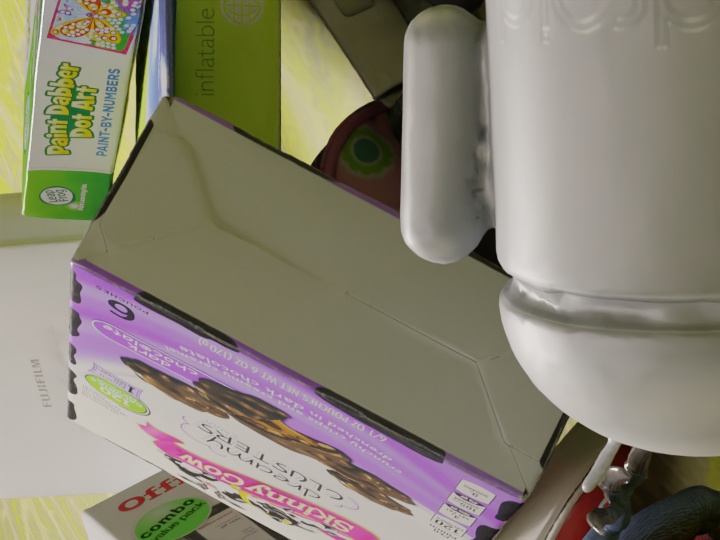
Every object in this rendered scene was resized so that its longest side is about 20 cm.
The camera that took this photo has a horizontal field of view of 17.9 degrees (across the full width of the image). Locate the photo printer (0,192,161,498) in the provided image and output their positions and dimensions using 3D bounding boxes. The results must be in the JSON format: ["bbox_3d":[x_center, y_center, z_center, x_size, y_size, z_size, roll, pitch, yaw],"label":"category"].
[{"bbox_3d":[-0.145,0.037,1.166,0.070,0.199,0.167,-72,-25,-57],"label":"photo printer"}]

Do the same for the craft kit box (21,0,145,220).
[{"bbox_3d":[-0.120,-0.155,0.981,0.198,0.048,0.201,105,164,-61],"label":"craft kit box"}]

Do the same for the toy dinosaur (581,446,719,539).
[{"bbox_3d":[0.093,0.129,0.732,0.105,0.181,0.200,58,158,15],"label":"toy dinosaur"}]

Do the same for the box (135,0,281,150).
[{"bbox_3d":[-0.062,-0.075,0.897,0.200,0.047,0.123,119,151,-71],"label":"box"}]

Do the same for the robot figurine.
[{"bbox_3d":[0.091,-0.037,0.618,0.169,0.113,0.201,0,103,20],"label":"robot figurine"}]

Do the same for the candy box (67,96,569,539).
[{"bbox_3d":[-0.018,0.039,0.827,0.167,0.072,0.200,27,160,2],"label":"candy box"}]

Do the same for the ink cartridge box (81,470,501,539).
[{"bbox_3d":[-0.011,0.172,1.060,0.200,0.146,0.147,24,136,57],"label":"ink cartridge box"}]

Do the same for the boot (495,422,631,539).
[{"bbox_3d":[0.113,0.160,0.889,0.144,0.072,0.201,29,133,23],"label":"boot"}]

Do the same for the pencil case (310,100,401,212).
[{"bbox_3d":[0.000,0.000,0.934,0.088,0.087,0.200,61,157,9],"label":"pencil case"}]

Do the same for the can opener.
[{"bbox_3d":[0.041,-0.063,0.819,0.200,0.053,0.067,57,158,16],"label":"can opener"}]
